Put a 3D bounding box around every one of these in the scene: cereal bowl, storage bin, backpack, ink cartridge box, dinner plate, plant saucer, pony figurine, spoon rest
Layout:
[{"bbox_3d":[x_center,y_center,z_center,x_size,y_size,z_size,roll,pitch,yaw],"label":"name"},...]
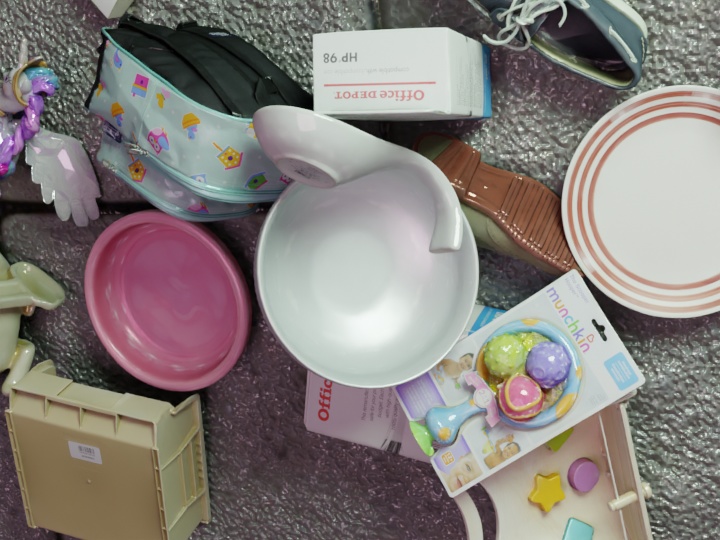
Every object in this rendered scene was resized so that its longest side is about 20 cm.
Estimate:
[{"bbox_3d":[0.000,0.000,0.832,0.197,0.083,0.203,0,91,-14],"label":"cereal bowl"},{"bbox_3d":[-0.286,0.214,1.073,0.198,0.094,0.201,10,119,18],"label":"storage bin"},{"bbox_3d":[-0.133,-0.130,0.849,0.199,0.175,0.155,29,114,33],"label":"backpack"},{"bbox_3d":[0.034,-0.160,0.781,0.114,0.200,0.068,2,98,19],"label":"ink cartridge box"},{"bbox_3d":[0.276,-0.059,0.818,0.198,0.024,0.203,3,104,14],"label":"dinner plate"},{"bbox_3d":[-0.203,0.029,1.020,0.198,0.051,0.203,6,109,18],"label":"plant saucer"},{"bbox_3d":[-0.382,-0.133,0.992,0.198,0.166,0.196,-1,100,37],"label":"pony figurine"},{"bbox_3d":[0.003,-0.082,0.751,0.199,0.061,0.099,29,163,-27],"label":"spoon rest"},{"bbox_3d":[0.053,0.101,0.929,0.198,0.084,0.148,13,111,17],"label":"ink cartridge box"}]

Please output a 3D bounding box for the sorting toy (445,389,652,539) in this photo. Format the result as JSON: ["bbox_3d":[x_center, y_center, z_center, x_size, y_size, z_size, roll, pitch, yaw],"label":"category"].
[{"bbox_3d":[0.174,0.212,0.870,0.178,0.107,0.202,-17,102,-7],"label":"sorting toy"}]

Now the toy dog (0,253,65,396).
[{"bbox_3d":[-0.464,0.078,1.087,0.193,0.139,0.201,36,117,20],"label":"toy dog"}]

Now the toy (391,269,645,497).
[{"bbox_3d":[0.128,0.098,0.815,0.199,0.047,0.116,-35,71,15],"label":"toy"}]

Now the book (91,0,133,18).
[{"bbox_3d":[-0.274,-0.368,0.918,0.200,0.048,0.133,49,119,1],"label":"book"}]

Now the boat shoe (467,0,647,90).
[{"bbox_3d":[0.147,-0.210,0.767,0.199,0.062,0.075,29,139,-16],"label":"boat shoe"}]

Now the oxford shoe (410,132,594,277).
[{"bbox_3d":[0.125,-0.050,0.874,0.199,0.071,0.074,36,144,3],"label":"oxford shoe"}]
